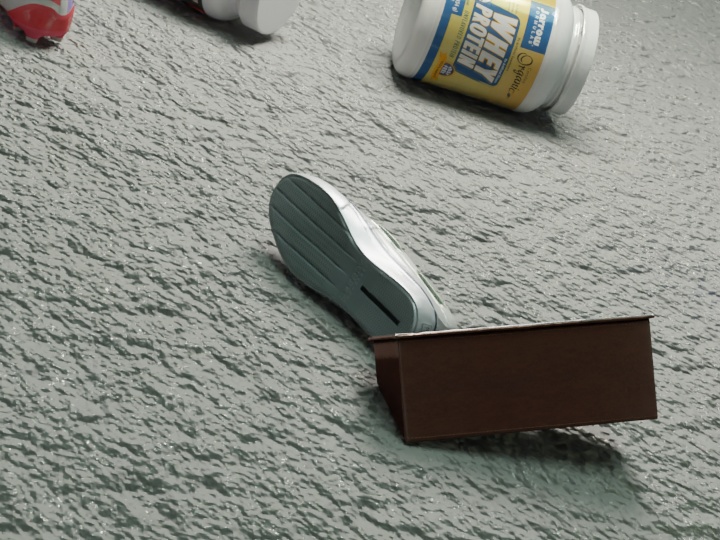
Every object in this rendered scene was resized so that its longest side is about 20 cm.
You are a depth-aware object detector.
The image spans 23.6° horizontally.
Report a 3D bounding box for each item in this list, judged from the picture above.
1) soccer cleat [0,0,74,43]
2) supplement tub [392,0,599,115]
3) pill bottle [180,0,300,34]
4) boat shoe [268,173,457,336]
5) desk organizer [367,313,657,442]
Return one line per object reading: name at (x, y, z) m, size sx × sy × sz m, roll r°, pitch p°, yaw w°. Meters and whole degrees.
soccer cleat at (-0.344, -0.290, 1.666) m, size 0.200 × 0.077 × 0.067 m, roll 37°, pitch 29°, yaw 31°
supplement tub at (0.148, -0.259, 1.909) m, size 0.200 × 0.145 × 0.145 m, roll 16°, pitch 25°, yaw -10°
pill bottle at (-0.164, -0.340, 1.865) m, size 0.200 × 0.116 × 0.116 m, roll 30°, pitch 26°, yaw 19°
boat shoe at (0.000, 0.000, 1.369) m, size 0.067 × 0.074 × 0.200 m, roll 14°, pitch 31°, yaw -50°
desk organizer at (0.113, 0.078, 1.265) m, size 0.200 × 0.077 × 0.072 m, roll -4°, pitch -3°, yaw -15°
